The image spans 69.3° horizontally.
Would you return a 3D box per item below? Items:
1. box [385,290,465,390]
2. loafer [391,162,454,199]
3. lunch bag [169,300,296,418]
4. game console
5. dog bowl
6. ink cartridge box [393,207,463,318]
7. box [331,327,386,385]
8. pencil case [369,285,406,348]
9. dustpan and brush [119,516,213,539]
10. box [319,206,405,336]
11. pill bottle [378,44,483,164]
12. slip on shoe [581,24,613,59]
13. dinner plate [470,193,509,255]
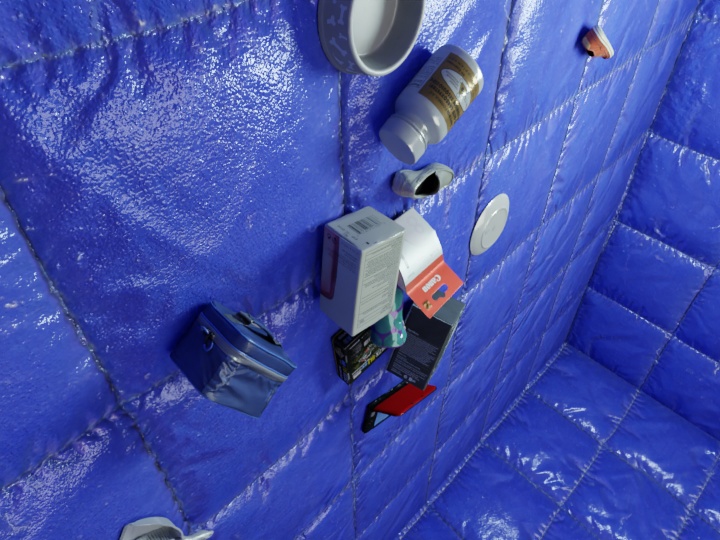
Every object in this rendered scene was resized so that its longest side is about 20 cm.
[{"bbox_3d":[0.177,0.174,1.395,0.199,0.121,0.201,-31,143,-65],"label":"box"},{"bbox_3d":[0.148,-0.189,1.131,0.197,0.069,0.072,-21,135,-43],"label":"loafer"},{"bbox_3d":[-0.207,0.140,0.871,0.133,0.135,0.200,-52,147,-7],"label":"lunch bag"},{"bbox_3d":[0.118,0.425,1.590,0.197,0.118,0.176,-20,133,-43],"label":"game console"},{"bbox_3d":[0.026,-0.395,0.791,0.198,0.058,0.204,-35,143,-31],"label":"dog bowl"},{"bbox_3d":[0.127,-0.023,1.115,0.162,0.200,0.058,-36,165,-41],"label":"ink cartridge box"},{"bbox_3d":[0.020,0.166,1.291,0.199,0.049,0.162,-40,147,-27],"label":"box"},{"bbox_3d":[0.064,0.066,1.177,0.090,0.085,0.206,-10,110,-27],"label":"pencil case"},{"bbox_3d":[-0.389,0.549,1.054,0.198,0.057,0.143,3,116,-55],"label":"dustpan and brush"},{"bbox_3d":[0.000,0.000,1.022,0.126,0.108,0.204,-26,137,-38],"label":"box"},{"bbox_3d":[0.127,-0.301,0.959,0.201,0.113,0.115,-51,148,-9],"label":"pill bottle"},{"bbox_3d":[0.666,-0.634,1.467,0.061,0.076,0.198,-32,170,33],"label":"slip on shoe"},{"bbox_3d":[0.396,-0.133,1.569,0.198,0.024,0.204,-34,141,-32],"label":"dinner plate"}]
